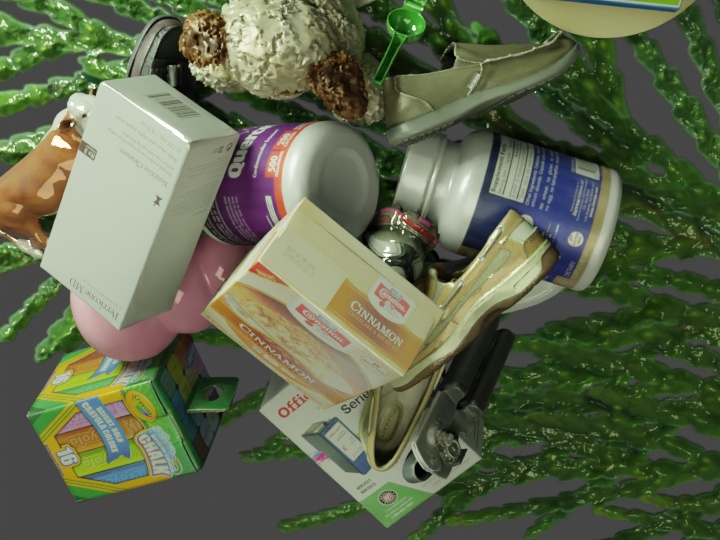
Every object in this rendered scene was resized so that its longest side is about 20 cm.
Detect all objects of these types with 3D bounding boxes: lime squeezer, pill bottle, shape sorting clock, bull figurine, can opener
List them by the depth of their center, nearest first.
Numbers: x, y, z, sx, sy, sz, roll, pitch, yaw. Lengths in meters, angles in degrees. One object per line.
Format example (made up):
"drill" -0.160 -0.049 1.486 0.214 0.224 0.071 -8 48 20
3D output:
"shape sorting clock" 0.220 -0.298 0.992 0.198 0.039 0.202 2 120 4
"lime squeezer" 0.046 -0.250 1.025 0.037 0.071 0.202 19 83 19
"pill bottle" -0.085 -0.079 1.073 0.199 0.112 0.113 2 123 43
"pill bottle" 0.133 -0.065 1.078 0.198 0.120 0.121 17 118 0
"can opener" 0.093 0.127 1.150 0.053 0.201 0.067 46 137 -16
"bull figurine" -0.296 -0.091 1.157 0.199 0.065 0.122 -34 110 22

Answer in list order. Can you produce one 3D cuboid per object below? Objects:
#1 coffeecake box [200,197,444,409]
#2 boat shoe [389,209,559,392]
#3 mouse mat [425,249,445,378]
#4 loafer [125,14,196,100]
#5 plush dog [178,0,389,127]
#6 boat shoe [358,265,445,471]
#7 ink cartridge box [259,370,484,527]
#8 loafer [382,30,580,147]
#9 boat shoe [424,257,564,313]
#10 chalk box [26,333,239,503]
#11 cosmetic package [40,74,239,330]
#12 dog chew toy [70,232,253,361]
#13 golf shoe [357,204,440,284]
"coffeecake box" -0.040 0.037 1.009 0.153 0.073 0.200 39 155 -8
"boat shoe" 0.085 0.025 1.036 0.076 0.072 0.200 46 105 -2
"mouse mat" 0.010 0.066 1.226 0.159 0.008 0.202 -1 116 8
"loafer" -0.190 -0.139 1.097 0.063 0.071 0.202 32 114 39
"plush dog" -0.062 -0.205 1.005 0.198 0.172 0.162 14 118 2
"boat shoe" 0.046 0.096 1.109 0.072 0.063 0.202 19 105 -7
"ink cartridge box" 0.014 0.152 1.217 0.145 0.088 0.200 -39 104 23
"loafer" 0.106 -0.177 1.023 0.198 0.075 0.070 -24 91 -15
"boat shoe" 0.114 0.024 1.152 0.198 0.067 0.074 -9 116 8
"chalk box" -0.230 0.146 1.237 0.198 0.125 0.125 -17 114 15
"cosmetic package" -0.202 -0.062 1.038 0.112 0.081 0.201 33 115 18
"dog chew toy" -0.193 0.014 1.170 0.198 0.125 0.125 -20 113 8
"golf shoe" 0.000 0.000 1.093 0.072 0.093 0.200 33 161 -12
